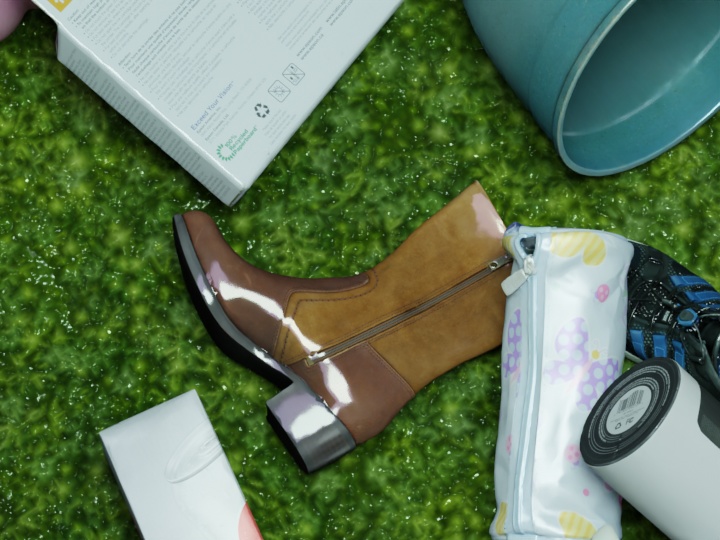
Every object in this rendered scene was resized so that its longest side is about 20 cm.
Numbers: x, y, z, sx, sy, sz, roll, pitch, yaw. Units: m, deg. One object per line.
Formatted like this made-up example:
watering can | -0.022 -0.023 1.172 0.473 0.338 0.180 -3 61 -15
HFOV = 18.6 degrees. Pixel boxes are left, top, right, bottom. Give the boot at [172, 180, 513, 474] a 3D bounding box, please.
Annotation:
boot | 0.000 0.000 1.393 0.199 0.069 0.189 -33 76 -12

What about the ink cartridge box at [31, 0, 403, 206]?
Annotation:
ink cartridge box | -0.099 -0.175 1.411 0.200 0.043 0.197 41 60 -4

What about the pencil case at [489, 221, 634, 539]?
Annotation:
pencil case | 0.122 0.071 1.343 0.082 0.091 0.202 1 87 20

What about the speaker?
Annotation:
speaker | 0.224 0.143 1.304 0.200 0.081 0.081 42 74 -20

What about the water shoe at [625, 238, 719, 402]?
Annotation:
water shoe | 0.215 0.036 1.381 0.199 0.079 0.072 35 75 9

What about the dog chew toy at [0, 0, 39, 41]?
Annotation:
dog chew toy | -0.253 -0.201 1.426 0.199 0.125 0.125 -38 77 -3

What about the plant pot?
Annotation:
plant pot | 0.147 -0.197 1.403 0.199 0.201 0.188 -35 62 -11

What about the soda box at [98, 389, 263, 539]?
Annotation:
soda box | -0.090 0.179 1.336 0.068 0.064 0.201 -23 75 -9

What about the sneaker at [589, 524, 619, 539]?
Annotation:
sneaker | 0.193 0.206 1.283 0.199 0.075 0.087 27 109 -32
